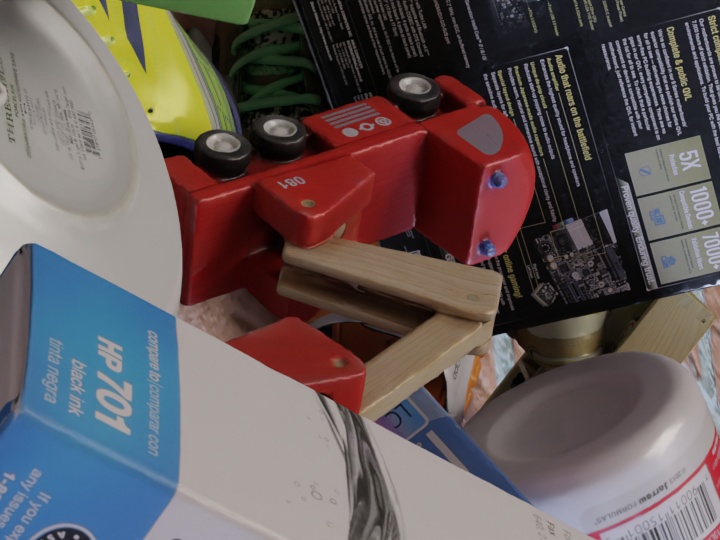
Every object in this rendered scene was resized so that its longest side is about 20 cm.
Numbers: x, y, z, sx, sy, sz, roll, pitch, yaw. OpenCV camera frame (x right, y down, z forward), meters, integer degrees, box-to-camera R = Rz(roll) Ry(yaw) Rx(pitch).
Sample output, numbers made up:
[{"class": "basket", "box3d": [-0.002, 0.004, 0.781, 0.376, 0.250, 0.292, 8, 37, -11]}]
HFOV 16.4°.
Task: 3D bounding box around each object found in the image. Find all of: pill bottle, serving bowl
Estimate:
[{"class": "pill bottle", "box3d": [0.119, 0.145, 1.037, 0.112, 0.111, 0.201, -63, 134, -62]}, {"class": "serving bowl", "box3d": [-0.119, -0.037, 0.753, 0.200, 0.066, 0.201, 42, 32, -33]}]

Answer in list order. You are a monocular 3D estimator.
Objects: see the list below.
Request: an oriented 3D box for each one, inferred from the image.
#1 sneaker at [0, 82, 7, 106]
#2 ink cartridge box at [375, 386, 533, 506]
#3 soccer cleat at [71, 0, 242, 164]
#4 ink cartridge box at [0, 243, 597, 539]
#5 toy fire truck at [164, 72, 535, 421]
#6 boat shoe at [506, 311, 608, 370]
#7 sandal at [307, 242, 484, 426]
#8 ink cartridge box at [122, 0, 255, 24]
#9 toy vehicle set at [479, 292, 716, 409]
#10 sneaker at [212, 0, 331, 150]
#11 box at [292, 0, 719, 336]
[{"class": "sneaker", "box3d": [-0.145, 0.004, 0.604, 0.081, 0.145, 0.202, -28, 101, -69]}, {"class": "ink cartridge box", "box3d": [0.060, 0.141, 0.858, 0.200, 0.076, 0.137, 49, -4, 36]}, {"class": "soccer cleat", "box3d": [-0.101, -0.080, 0.902, 0.200, 0.064, 0.084, 51, 34, -46]}, {"class": "ink cartridge box", "box3d": [-0.041, 0.108, 0.667, 0.199, 0.147, 0.086, 29, 23, -19]}, {"class": "toy fire truck", "box3d": [0.000, 0.000, 0.864, 0.199, 0.141, 0.049, -19, 132, -35]}, {"class": "boat shoe", "box3d": [0.083, 0.006, 1.171, 0.201, 0.073, 0.064, -142, -132, -82]}, {"class": "sandal", "box3d": [0.008, 0.047, 1.065, 0.208, 0.079, 0.059, -84, 153, -42]}, {"class": "ink cartridge box", "box3d": [-0.116, -0.167, 0.728, 0.084, 0.198, 0.146, 115, -19, -49]}, {"class": "toy vehicle set", "box3d": [0.106, 0.048, 1.176, 0.026, 0.125, 0.200, 37, 5, -5]}, {"class": "sneaker", "box3d": [-0.038, -0.086, 1.032, 0.201, 0.076, 0.089, -92, 173, -51]}, {"class": "box", "box3d": [0.071, -0.087, 0.991, 0.086, 0.162, 0.201, -83, 157, -58]}]
